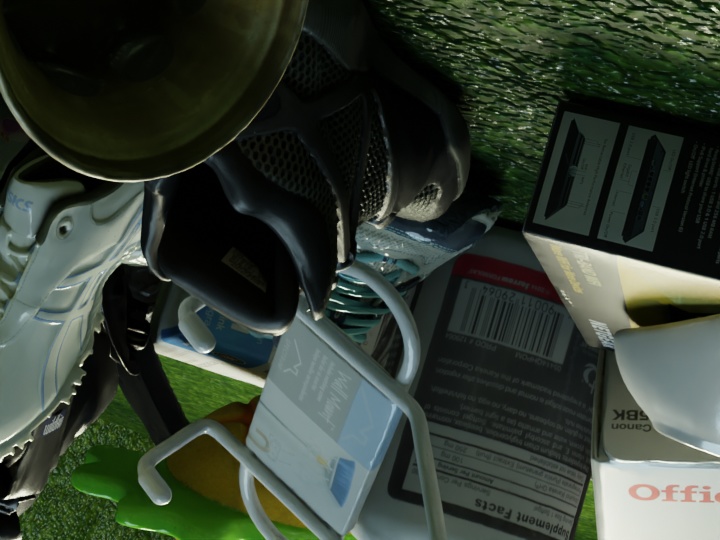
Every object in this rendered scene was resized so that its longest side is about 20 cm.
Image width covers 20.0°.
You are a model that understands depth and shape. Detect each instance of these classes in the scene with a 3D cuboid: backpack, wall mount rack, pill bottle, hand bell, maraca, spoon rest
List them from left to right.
[{"bbox_3d":[-0.117,-0.102,0.597,0.199,0.105,0.104,24,178,44],"label":"hand bell"},{"bbox_3d":[-0.185,0.007,0.987,0.126,0.167,0.201,11,130,12],"label":"backpack"},{"bbox_3d":[-0.052,0.117,1.051,0.199,0.108,0.137,6,-169,-39],"label":"maraca"},{"bbox_3d":[-0.017,0.098,0.877,0.174,0.074,0.201,42,141,19],"label":"wall mount rack"},{"bbox_3d":[0.056,0.087,0.965,0.110,0.201,0.111,17,172,2],"label":"pill bottle"},{"bbox_3d":[0.142,0.042,0.712,0.099,0.061,0.200,18,-176,-1],"label":"spoon rest"}]

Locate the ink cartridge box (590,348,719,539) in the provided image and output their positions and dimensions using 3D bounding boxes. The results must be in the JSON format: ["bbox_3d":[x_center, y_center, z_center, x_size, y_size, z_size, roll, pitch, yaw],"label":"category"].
[{"bbox_3d":[0.185,0.116,0.938,0.146,0.083,0.201,1,138,11],"label":"ink cartridge box"}]

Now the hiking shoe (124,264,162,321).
[{"bbox_3d":[-0.182,-0.001,1.263,0.199,0.076,0.101,19,167,-16],"label":"hiking shoe"}]

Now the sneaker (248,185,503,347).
[{"bbox_3d":[0.000,0.000,0.912,0.077,0.087,0.200,20,170,-17],"label":"sneaker"}]

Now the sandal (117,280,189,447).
[{"bbox_3d":[-0.148,0.029,1.123,0.045,0.201,0.075,-25,178,-16],"label":"sandal"}]

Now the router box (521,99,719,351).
[{"bbox_3d":[0.155,0.005,0.768,0.156,0.053,0.200,14,170,17],"label":"router box"}]

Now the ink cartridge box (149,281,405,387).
[{"bbox_3d":[-0.004,0.032,1.114,0.199,0.086,0.146,21,170,-12],"label":"ink cartridge box"}]

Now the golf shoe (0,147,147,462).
[{"bbox_3d":[-0.138,-0.007,0.842,0.078,0.200,0.097,35,170,28],"label":"golf shoe"}]

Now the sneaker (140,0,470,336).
[{"bbox_3d":[-0.021,-0.029,0.706,0.076,0.115,0.199,15,173,19],"label":"sneaker"}]
